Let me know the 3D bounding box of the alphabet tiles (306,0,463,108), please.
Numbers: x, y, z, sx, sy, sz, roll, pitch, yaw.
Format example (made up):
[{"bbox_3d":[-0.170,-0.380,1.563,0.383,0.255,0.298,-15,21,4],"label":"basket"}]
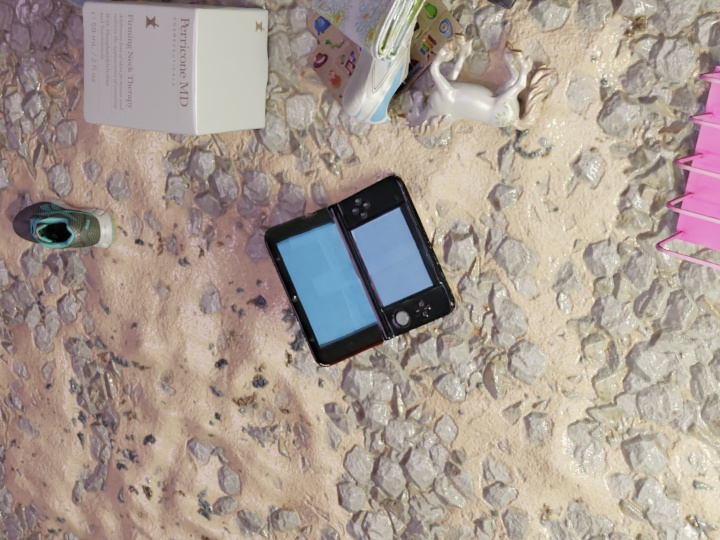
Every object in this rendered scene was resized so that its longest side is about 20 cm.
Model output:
[{"bbox_3d":[0.018,-0.307,1.437,0.200,0.008,0.167,-44,77,31],"label":"alphabet tiles"}]

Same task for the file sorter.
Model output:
[{"bbox_3d":[0.410,-0.104,1.169,0.139,0.125,0.201,18,109,28],"label":"file sorter"}]

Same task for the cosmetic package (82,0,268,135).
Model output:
[{"bbox_3d":[-0.253,-0.282,1.513,0.199,0.166,0.168,10,105,28],"label":"cosmetic package"}]

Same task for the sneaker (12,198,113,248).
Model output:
[{"bbox_3d":[-0.491,-0.071,1.746,0.199,0.091,0.078,3,101,31],"label":"sneaker"}]

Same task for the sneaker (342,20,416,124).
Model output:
[{"bbox_3d":[0.038,-0.283,1.396,0.072,0.072,0.201,34,106,52],"label":"sneaker"}]

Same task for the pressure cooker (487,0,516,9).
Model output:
[{"bbox_3d":[0.203,-0.388,1.192,0.178,0.200,0.177,-13,94,33],"label":"pressure cooker"}]

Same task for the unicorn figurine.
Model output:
[{"bbox_3d":[0.128,-0.217,1.345,0.199,0.074,0.138,20,121,21],"label":"unicorn figurine"}]

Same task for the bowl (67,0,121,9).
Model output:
[{"bbox_3d":[-0.351,-0.474,1.561,0.200,0.107,0.201,12,110,37],"label":"bowl"}]

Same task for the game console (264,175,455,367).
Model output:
[{"bbox_3d":[0.000,0.000,1.445,0.172,0.119,0.201,-25,87,33],"label":"game console"}]

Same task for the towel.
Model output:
[{"bbox_3d":[0.020,-0.367,1.351,0.172,0.048,0.200,-60,41,17],"label":"towel"}]
